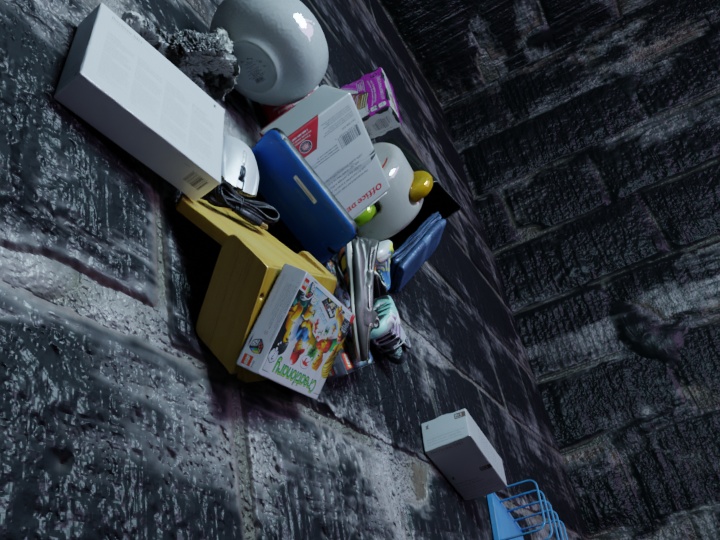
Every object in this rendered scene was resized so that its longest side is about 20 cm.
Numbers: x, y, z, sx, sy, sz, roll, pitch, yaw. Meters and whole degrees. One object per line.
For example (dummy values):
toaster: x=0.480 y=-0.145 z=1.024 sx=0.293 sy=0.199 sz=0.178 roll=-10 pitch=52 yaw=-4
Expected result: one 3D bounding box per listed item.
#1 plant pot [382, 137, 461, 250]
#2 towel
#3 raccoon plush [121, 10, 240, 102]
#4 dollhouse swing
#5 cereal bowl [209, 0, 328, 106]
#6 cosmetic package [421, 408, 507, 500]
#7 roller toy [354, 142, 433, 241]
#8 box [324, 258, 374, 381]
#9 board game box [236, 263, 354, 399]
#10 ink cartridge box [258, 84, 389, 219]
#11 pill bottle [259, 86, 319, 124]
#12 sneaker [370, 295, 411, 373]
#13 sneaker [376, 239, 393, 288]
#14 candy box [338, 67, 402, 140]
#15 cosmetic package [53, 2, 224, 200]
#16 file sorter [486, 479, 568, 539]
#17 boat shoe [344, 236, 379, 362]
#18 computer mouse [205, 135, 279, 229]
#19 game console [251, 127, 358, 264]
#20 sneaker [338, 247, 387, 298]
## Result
plant pot: x=0.080 y=-0.180 z=1.600 sx=0.178 sy=0.199 sz=0.200 roll=59 pitch=14 yaw=23
towel: x=0.118 y=-0.039 z=1.552 sx=0.200 sy=0.048 sz=0.112 roll=-47 pitch=160 yaw=-39
raccoon plush: x=-0.247 y=-0.333 z=0.998 sx=0.200 sy=0.097 sz=0.134 roll=46 pitch=19 yaw=-47
dollhouse swing: x=-0.156 y=0.022 z=0.893 sx=0.200 sy=0.176 sz=0.182 roll=11 pitch=98 yaw=-69
cereal bowl: x=-0.157 y=-0.346 z=1.116 sx=0.200 sy=0.200 sz=0.083 roll=56 pitch=43 yaw=-30
cosmetic package: x=0.210 y=0.373 z=1.401 sx=0.200 sy=0.102 sz=0.074 roll=52 pitch=21 yaw=-35
roller toy: x=0.027 y=-0.151 z=1.388 sx=0.182 sy=0.200 sz=0.140 roll=34 pitch=-17 yaw=54
box: x=-0.048 y=0.071 z=1.132 sx=0.200 sy=0.040 sz=0.137 roll=68 pitch=19 yaw=6
board game box: x=-0.073 y=0.082 z=0.861 sx=0.126 sy=0.035 sz=0.200 roll=-65 pitch=158 yaw=-10
ink cartridge box: x=-0.055 y=-0.182 z=1.167 sx=0.084 sy=0.144 sz=0.200 roll=33 pitch=-23 yaw=48
pill bottle: x=-0.099 y=-0.252 z=1.273 sx=0.200 sy=0.112 sz=0.112 roll=65 pitch=18 yaw=-5
sneaker: x=0.055 y=0.130 z=1.280 sx=0.200 sy=0.078 sz=0.140 roll=-55 pitch=122 yaw=-77
sneaker: x=0.036 y=-0.001 z=1.358 sx=0.200 sy=0.076 sz=0.105 roll=-100 pitch=174 yaw=-87
candy box: x=-0.025 y=-0.311 z=1.415 sx=0.061 sy=0.200 sz=0.137 roll=49 pitch=23 yaw=-45
cosmetic package: x=-0.250 y=-0.197 z=0.829 sx=0.200 sy=0.052 sz=0.151 roll=39 pitch=33 yaw=-39
file sorter: x=0.391 y=0.596 z=1.606 sx=0.200 sy=0.123 sz=0.139 roll=54 pitch=21 yaw=-32
boat shoe: x=0.010 y=0.043 z=1.101 sx=0.067 sy=0.057 sz=0.200 roll=100 pitch=-15 yaw=-78
computer mouse: x=-0.170 y=-0.138 z=0.962 sx=0.110 sy=0.044 sz=0.200 roll=26 pitch=26 yaw=-36
game console: x=-0.084 y=-0.116 z=1.088 sx=0.200 sy=0.171 sz=0.118 roll=51 pitch=45 yaw=-2
sneaker: x=0.000 y=0.000 z=1.250 sx=0.200 sy=0.070 sz=0.090 roll=73 pitch=-3 yaw=-75
